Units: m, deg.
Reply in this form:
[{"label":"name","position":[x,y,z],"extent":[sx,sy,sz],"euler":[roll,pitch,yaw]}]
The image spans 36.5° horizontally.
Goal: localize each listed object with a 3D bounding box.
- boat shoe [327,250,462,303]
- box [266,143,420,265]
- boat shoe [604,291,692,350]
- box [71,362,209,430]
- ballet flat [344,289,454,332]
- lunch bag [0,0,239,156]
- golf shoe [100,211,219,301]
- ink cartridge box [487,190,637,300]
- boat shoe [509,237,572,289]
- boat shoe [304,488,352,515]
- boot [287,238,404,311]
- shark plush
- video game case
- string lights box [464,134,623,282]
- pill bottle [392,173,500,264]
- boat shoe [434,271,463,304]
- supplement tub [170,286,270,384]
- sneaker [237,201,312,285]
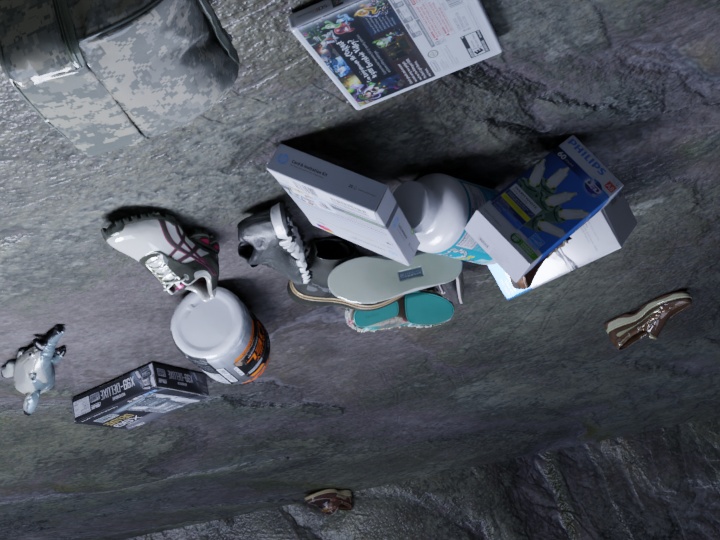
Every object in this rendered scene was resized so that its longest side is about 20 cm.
[{"label":"boat shoe","position":[0.051,0.008,1.625],"extent":[0.200,0.070,0.072],"euler":[-9,179,-1]},{"label":"box","position":[-0.016,-0.080,1.391],"extent":[0.156,0.041,0.200],"euler":[23,168,22]},{"label":"boat shoe","position":[0.625,0.113,2.337],"extent":[0.075,0.075,0.202],"euler":[9,148,-45]},{"label":"box","position":[-0.408,0.236,2.024],"extent":[0.200,0.050,0.158],"euler":[-24,157,22]},{"label":"ballet flat","position":[0.064,0.066,1.908],"extent":[0.200,0.076,0.064],"euler":[-2,-174,-19]},{"label":"lunch bag","position":[-0.207,-0.205,0.957],"extent":[0.168,0.140,0.200],"euler":[-15,159,4]},{"label":"golf shoe","position":[-0.256,-0.019,1.451],"extent":[0.077,0.088,0.200],"euler":[-25,155,29]},{"label":"ink cartridge box","position":[0.305,-0.048,1.660],"extent":[0.200,0.084,0.145],"euler":[-27,-175,29]},{"label":"boat shoe","position":[0.259,-0.061,1.529],"extent":[0.072,0.200,0.076],"euler":[8,150,26]},{"label":"boat shoe","position":[-0.092,0.715,3.357],"extent":[0.072,0.072,0.200],"euler":[-27,155,28]},{"label":"boot","position":[0.000,0.000,1.681],"extent":[0.200,0.078,0.138],"euler":[-6,152,-23]},{"label":"shark plush","position":[-0.514,0.139,1.756],"extent":[0.083,0.091,0.200],"euler":[-21,146,-41]},{"label":"video game case","position":[0.043,-0.251,1.160],"extent":[0.182,0.023,0.200],"euler":[-20,158,13]},{"label":"string lights box","position":[0.248,-0.085,1.472],"extent":[0.200,0.103,0.059],"euler":[-38,168,-26]},{"label":"pill bottle","position":[0.130,-0.073,1.527],"extent":[0.111,0.111,0.200],"euler":[-31,152,36]},{"label":"boat shoe","position":[0.134,-0.001,1.780],"extent":[0.057,0.067,0.200],"euler":[-1,156,11]},{"label":"supplement tub","position":[-0.216,0.110,1.741],"extent":[0.122,0.123,0.200],"euler":[-16,159,5]},{"label":"sneaker","position":[-0.124,-0.031,1.538],"extent":[0.090,0.067,0.200],"euler":[-13,155,4]}]
